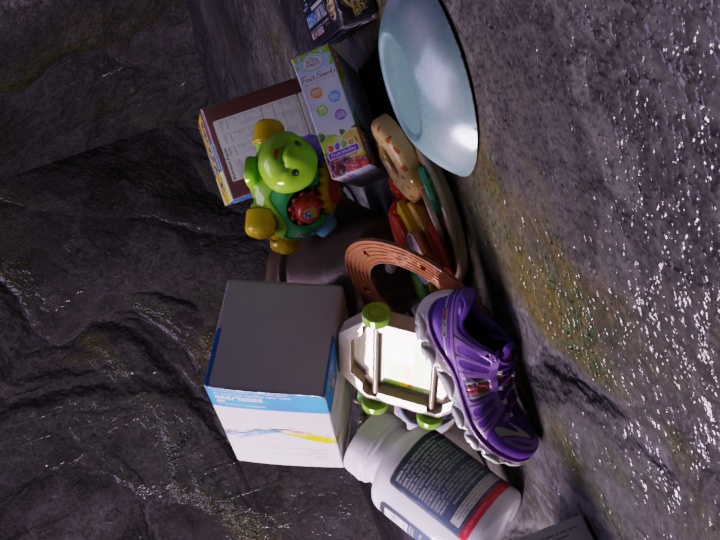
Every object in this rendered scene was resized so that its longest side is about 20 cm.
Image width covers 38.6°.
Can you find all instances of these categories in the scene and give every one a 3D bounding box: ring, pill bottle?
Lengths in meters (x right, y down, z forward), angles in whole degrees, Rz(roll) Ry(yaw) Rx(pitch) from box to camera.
[{"bbox_3d":[0.068,0.031,1.121,0.199,0.019,0.201,30,156,15],"label":"ring"},{"bbox_3d":[0.082,0.259,1.241,0.199,0.120,0.120,34,155,23],"label":"pill bottle"}]

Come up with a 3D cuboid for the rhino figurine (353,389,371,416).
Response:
[{"bbox_3d":[0.036,0.128,1.402,0.200,0.059,0.088,-54,-11,-77],"label":"rhino figurine"}]

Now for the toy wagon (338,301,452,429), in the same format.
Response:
[{"bbox_3d":[0.071,0.112,1.143,0.040,0.197,0.156,-63,-19,-44],"label":"toy wagon"}]

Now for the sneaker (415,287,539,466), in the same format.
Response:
[{"bbox_3d":[0.129,0.108,1.032,0.201,0.083,0.081,59,-144,-14],"label":"sneaker"}]

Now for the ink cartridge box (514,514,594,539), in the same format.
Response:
[{"bbox_3d":[0.214,0.364,1.006,0.146,0.086,0.202,85,165,-59],"label":"ink cartridge box"}]

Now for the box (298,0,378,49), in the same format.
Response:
[{"bbox_3d":[-0.049,-0.369,1.190,0.200,0.049,0.201,-159,50,-78],"label":"box"}]

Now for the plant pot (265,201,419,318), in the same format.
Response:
[{"bbox_3d":[0.000,0.000,1.310,0.174,0.198,0.203,-15,95,64],"label":"plant pot"}]

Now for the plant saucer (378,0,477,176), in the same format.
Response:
[{"bbox_3d":[0.055,-0.181,0.985,0.201,0.038,0.203,160,91,-82],"label":"plant saucer"}]

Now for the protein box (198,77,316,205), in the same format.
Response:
[{"bbox_3d":[-0.126,-0.194,1.530,0.198,0.198,0.137,-172,63,-80],"label":"protein box"}]

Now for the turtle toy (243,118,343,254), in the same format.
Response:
[{"bbox_3d":[-0.078,-0.105,1.213,0.200,0.100,0.148,35,-123,-69],"label":"turtle toy"}]

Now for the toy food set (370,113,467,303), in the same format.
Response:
[{"bbox_3d":[0.065,-0.061,1.140,0.201,0.048,0.199,87,162,-59],"label":"toy food set"}]

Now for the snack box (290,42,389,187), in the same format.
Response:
[{"bbox_3d":[-0.018,-0.177,1.220,0.200,0.052,0.144,-14,-97,-82],"label":"snack box"}]

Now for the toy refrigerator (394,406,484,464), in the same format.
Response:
[{"bbox_3d":[0.113,0.246,1.439,0.201,0.069,0.077,-122,22,-52],"label":"toy refrigerator"}]

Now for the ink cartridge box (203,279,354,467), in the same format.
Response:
[{"bbox_3d":[-0.088,0.129,1.244,0.201,0.143,0.149,80,-165,-55],"label":"ink cartridge box"}]

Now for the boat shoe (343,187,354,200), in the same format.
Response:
[{"bbox_3d":[-0.024,-0.064,1.632,0.202,0.060,0.072,-119,13,-46],"label":"boat shoe"}]

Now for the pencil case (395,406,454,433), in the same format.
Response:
[{"bbox_3d":[0.096,0.159,1.305,0.200,0.089,0.084,106,165,-73],"label":"pencil case"}]

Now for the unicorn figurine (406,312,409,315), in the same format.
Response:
[{"bbox_3d":[0.046,0.131,1.560,0.138,0.073,0.201,52,156,33],"label":"unicorn figurine"}]

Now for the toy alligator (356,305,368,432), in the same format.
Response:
[{"bbox_3d":[0.023,0.127,1.253,0.060,0.053,0.202,-78,-10,-54],"label":"toy alligator"}]

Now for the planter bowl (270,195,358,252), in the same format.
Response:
[{"bbox_3d":[-0.023,-0.030,1.454,0.083,0.199,0.203,-20,90,51],"label":"planter bowl"}]
